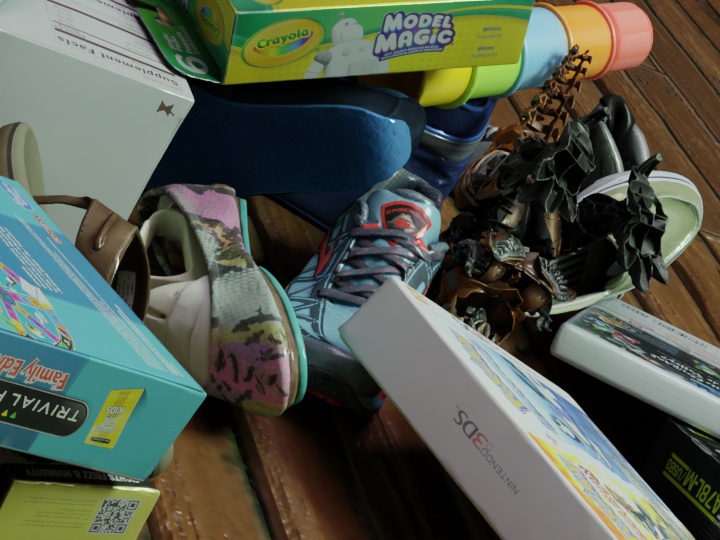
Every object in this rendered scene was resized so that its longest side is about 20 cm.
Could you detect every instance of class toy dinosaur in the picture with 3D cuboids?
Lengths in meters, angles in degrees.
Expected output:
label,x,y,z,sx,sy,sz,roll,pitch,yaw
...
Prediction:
label,x,y,z,sx,sy,sz,roll,pitch,yaw
toy dinosaur,0.087,-0.034,1.210,0.102,0.202,0.135,10,-12,-38

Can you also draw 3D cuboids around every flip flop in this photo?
label,x,y,z,sx,sy,sz,roll,pitch,yaw
flip flop,-0.117,0.009,0.997,0.057,0.081,0.200,-23,48,-12

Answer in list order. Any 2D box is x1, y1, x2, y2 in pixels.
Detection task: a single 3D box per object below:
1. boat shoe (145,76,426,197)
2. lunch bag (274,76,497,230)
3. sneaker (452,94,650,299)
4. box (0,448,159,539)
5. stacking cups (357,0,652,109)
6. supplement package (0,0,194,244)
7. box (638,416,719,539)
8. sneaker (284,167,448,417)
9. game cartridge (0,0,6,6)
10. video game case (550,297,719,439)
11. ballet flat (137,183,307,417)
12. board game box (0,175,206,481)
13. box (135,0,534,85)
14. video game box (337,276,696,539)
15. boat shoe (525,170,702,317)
label,x,y,z,sx,sy,sz,roll,pitch,yaw
boat shoe,-0.058,-0.073,1.212,0.199,0.085,0.069,13,25,21
lunch bag,-0.017,-0.121,1.337,0.199,0.133,0.136,30,22,-2
sneaker,0.124,-0.079,1.444,0.200,0.116,0.075,44,26,29
box,-0.160,0.043,0.928,0.075,0.050,0.200,9,30,-39
stacking cups,0.087,-0.125,1.274,0.199,0.061,0.061,-10,44,-43
supplement package,-0.175,-0.109,1.144,0.109,0.114,0.200,19,25,-28
box,0.262,0.155,1.157,0.199,0.048,0.193,25,4,-14
sneaker,0.000,0.000,1.154,0.079,0.096,0.200,27,23,-4
game cartridge,-0.217,-0.148,1.066,0.133,0.200,0.041,19,-32,39
video game case,0.214,0.074,1.289,0.199,0.023,0.182,27,10,10
ballet flat,-0.078,0.012,1.089,0.071,0.070,0.200,3,26,-15
board game box,-0.170,0.000,0.820,0.151,0.047,0.199,44,14,36
box,-0.023,-0.150,1.154,0.199,0.049,0.118,-9,42,-25
video game box,0.097,0.105,1.057,0.182,0.047,0.200,30,15,-50
boat shoe,0.140,-0.007,1.318,0.199,0.073,0.062,-22,25,-34
